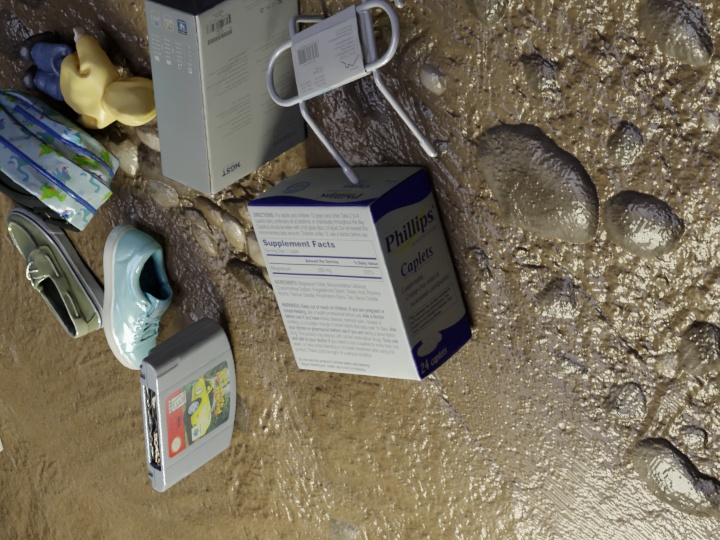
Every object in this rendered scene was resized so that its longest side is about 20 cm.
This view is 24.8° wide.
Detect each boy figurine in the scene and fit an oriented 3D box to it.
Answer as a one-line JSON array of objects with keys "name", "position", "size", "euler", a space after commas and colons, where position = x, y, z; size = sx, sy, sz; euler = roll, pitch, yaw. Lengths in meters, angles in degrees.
[{"name": "boy figurine", "position": [-0.315, -0.224, 1.919], "size": [0.199, 0.064, 0.126], "euler": [22, 129, 32]}]

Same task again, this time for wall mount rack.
[{"name": "wall mount rack", "position": [-0.003, -0.184, 1.611], "size": [0.199, 0.074, 0.176], "euler": [-16, 81, 48]}]

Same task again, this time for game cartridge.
[{"name": "game cartridge", "position": [-0.209, 0.162, 2.011], "size": [0.041, 0.133, 0.202], "euler": [24, 131, 30]}]

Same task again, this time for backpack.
[{"name": "backpack", "position": [-0.384, -0.131, 1.973], "size": [0.200, 0.153, 0.163], "euler": [52, -179, 41]}]

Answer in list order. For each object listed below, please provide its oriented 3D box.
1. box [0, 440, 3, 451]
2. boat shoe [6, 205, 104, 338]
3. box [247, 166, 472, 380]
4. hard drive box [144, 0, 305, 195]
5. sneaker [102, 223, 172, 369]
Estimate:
[{"name": "box", "position": [-0.633, 0.194, 2.465], "size": [0.124, 0.097, 0.202], "euler": [13, 124, 38]}, {"name": "boat shoe", "position": [-0.405, -0.001, 2.147], "size": [0.200, 0.062, 0.072], "euler": [49, 139, 10]}, {"name": "box", "position": [0.000, 0.000, 1.730], "size": [0.183, 0.105, 0.202], "euler": [3, 118, 43]}, {"name": "hard drive box", "position": [-0.136, -0.204, 1.690], "size": [0.076, 0.155, 0.202], "euler": [21, 128, 33]}, {"name": "sneaker", "position": [-0.272, 0.045, 2.043], "size": [0.081, 0.074, 0.202], "euler": [22, 130, 36]}]
